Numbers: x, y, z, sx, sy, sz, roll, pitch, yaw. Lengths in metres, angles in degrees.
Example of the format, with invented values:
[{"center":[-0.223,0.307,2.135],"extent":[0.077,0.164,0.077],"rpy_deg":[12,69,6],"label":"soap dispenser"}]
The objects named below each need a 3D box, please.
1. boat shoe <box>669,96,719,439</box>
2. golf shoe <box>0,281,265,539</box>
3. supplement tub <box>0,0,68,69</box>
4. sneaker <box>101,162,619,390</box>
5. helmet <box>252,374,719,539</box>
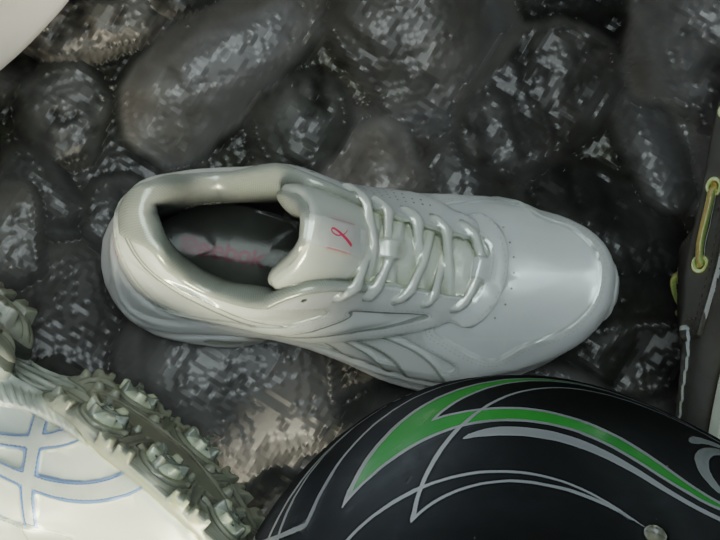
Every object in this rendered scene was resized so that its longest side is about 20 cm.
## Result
[{"center":[0.156,-0.002,0.860],"extent":[0.072,0.061,0.202],"rpy_deg":[18,87,-43],"label":"boat shoe"},{"center":[-0.123,0.077,0.838],"extent":[0.200,0.078,0.097],"rpy_deg":[35,97,10],"label":"golf shoe"},{"center":[-0.202,-0.166,0.831],"extent":[0.200,0.145,0.145],"rpy_deg":[44,81,5],"label":"supplement tub"},{"center":[0.000,0.000,0.832],"extent":[0.200,0.099,0.078],"rpy_deg":[2,80,-2],"label":"sneaker"},{"center":[0.050,0.130,0.763],"extent":[0.190,0.200,0.200],"rpy_deg":[10,79,11],"label":"helmet"}]
